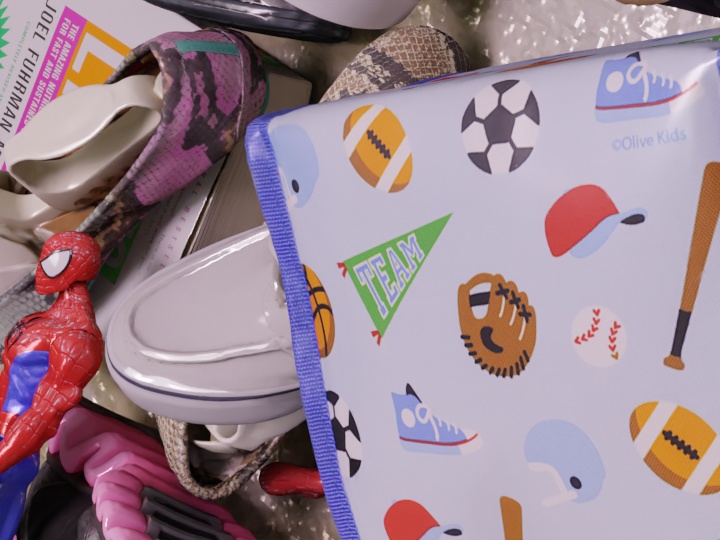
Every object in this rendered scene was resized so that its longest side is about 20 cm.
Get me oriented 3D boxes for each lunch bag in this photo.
[{"bbox_3d":[0.080,0.039,0.646,0.170,0.124,0.200,-7,96,45],"label":"lunch bag"}]

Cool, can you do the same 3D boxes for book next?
[{"bbox_3d":[-0.108,-0.058,1.042,0.200,0.048,0.134,34,107,45],"label":"book"}]

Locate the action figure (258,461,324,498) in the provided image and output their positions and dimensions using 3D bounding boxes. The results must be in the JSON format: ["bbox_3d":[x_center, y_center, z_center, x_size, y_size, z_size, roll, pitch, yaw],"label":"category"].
[{"bbox_3d":[0.023,0.071,0.852,0.200,0.099,0.065,-24,71,41],"label":"action figure"}]

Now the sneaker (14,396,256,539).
[{"bbox_3d":[-0.098,0.119,0.946,0.095,0.079,0.200,-58,19,3],"label":"sneaker"}]

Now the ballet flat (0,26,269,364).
[{"bbox_3d":[-0.119,-0.033,0.962,0.200,0.071,0.069,-40,54,33],"label":"ballet flat"}]

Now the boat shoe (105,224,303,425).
[{"bbox_3d":[0.000,0.000,0.810,0.200,0.066,0.072,-9,59,18],"label":"boat shoe"}]

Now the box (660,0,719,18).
[{"bbox_3d":[0.162,-0.160,0.695,0.143,0.036,0.200,27,89,58],"label":"box"}]

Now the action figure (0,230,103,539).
[{"bbox_3d":[-0.141,0.079,0.943,0.065,0.052,0.200,-140,72,-75],"label":"action figure"}]

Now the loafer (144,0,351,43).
[{"bbox_3d":[-0.068,-0.145,0.982,0.200,0.073,0.072,31,105,43],"label":"loafer"}]

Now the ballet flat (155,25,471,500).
[{"bbox_3d":[-0.013,0.007,0.900,0.200,0.068,0.075,-57,22,21],"label":"ballet flat"}]

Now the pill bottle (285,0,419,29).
[{"bbox_3d":[0.030,-0.187,0.843,0.200,0.116,0.116,-52,53,31],"label":"pill bottle"}]

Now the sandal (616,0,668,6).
[{"bbox_3d":[0.095,-0.165,0.708,0.080,0.054,0.200,-13,54,50],"label":"sandal"}]
